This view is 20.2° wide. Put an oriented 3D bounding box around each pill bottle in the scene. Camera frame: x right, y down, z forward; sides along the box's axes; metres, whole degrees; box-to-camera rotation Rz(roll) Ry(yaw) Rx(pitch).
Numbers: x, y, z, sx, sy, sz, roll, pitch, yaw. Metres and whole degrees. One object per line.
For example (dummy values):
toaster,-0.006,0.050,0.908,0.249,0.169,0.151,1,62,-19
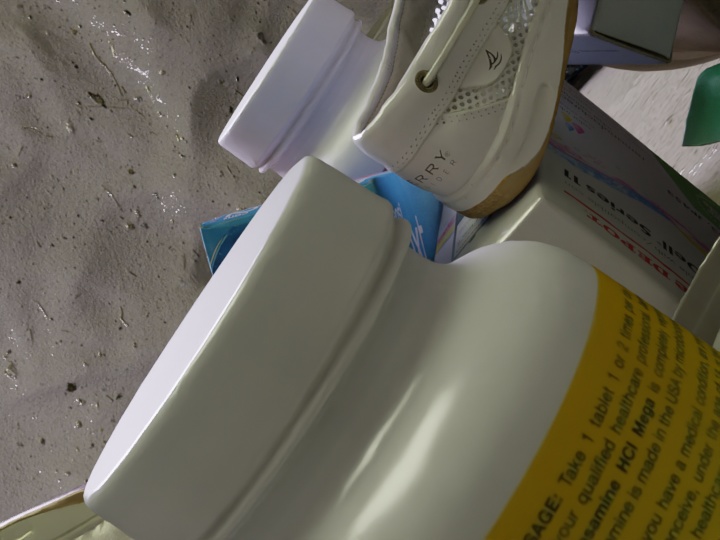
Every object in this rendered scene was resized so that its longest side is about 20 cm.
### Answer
pill bottle,0.039,-0.039,0.937,0.112,0.200,0.112,-55,8,11
pill bottle,0.048,0.066,0.422,0.113,0.200,0.112,-54,7,11

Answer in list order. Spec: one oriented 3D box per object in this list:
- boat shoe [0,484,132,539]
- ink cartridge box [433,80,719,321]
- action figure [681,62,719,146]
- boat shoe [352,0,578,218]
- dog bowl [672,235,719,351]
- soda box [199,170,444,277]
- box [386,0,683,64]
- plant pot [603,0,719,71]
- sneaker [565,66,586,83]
boat shoe,-0.064,0.102,0.815,0.200,0.067,0.074,-26,-6,26
ink cartridge box,0.088,0.011,0.724,0.067,0.117,0.200,-49,10,20
action figure,0.202,-0.091,0.648,0.118,0.055,0.200,-48,11,-28
boat shoe,0.041,-0.120,0.703,0.071,0.069,0.201,-31,41,55
dog bowl,0.152,0.006,0.560,0.200,0.059,0.200,-55,7,11
soda box,0.000,0.000,0.767,0.064,0.068,0.200,-14,3,12
box,0.085,-0.181,0.783,0.156,0.041,0.201,12,86,62
plant pot,0.160,-0.168,0.859,0.201,0.200,0.184,-56,19,6
sneaker,0.132,-0.147,1.384,0.200,0.073,0.082,137,150,-83
